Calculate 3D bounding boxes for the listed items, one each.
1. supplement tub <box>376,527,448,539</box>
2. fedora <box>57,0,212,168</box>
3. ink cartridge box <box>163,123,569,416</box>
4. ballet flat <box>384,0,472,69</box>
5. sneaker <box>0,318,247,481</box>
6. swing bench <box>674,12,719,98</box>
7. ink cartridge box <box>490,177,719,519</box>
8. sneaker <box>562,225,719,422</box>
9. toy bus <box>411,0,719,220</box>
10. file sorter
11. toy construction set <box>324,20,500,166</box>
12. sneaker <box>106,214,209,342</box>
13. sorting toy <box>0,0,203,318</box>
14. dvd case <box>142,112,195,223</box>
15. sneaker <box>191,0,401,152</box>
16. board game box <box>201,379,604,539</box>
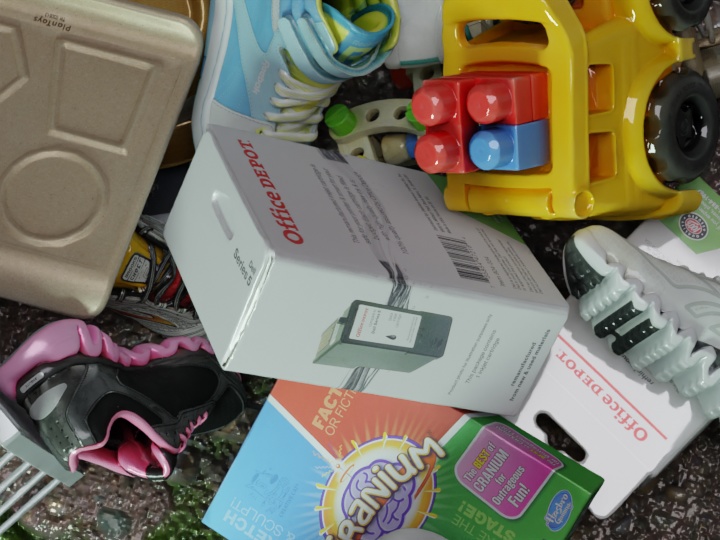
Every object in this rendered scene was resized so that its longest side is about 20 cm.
[{"bbox_3d":[-0.010,0.256,1.259,0.200,0.145,0.145,-37,77,21],"label":"supplement tub"},{"bbox_3d":[-0.148,-0.164,1.396,0.200,0.082,0.201,0,76,1],"label":"fedora"},{"bbox_3d":[0.000,0.000,1.296,0.200,0.146,0.084,11,119,-28],"label":"ink cartridge box"},{"bbox_3d":[0.006,-0.210,1.371,0.069,0.069,0.200,-20,65,-3],"label":"ballet flat"},{"bbox_3d":[-0.129,0.090,1.310,0.079,0.200,0.095,-46,62,22],"label":"sneaker"},{"bbox_3d":[0.276,-0.220,1.405,0.199,0.130,0.200,-18,82,-3],"label":"swing bench"},{"bbox_3d":[0.177,0.053,1.369,0.200,0.067,0.117,-44,81,-9],"label":"ink cartridge box"},{"bbox_3d":[0.206,0.034,1.304,0.200,0.075,0.081,39,70,-8],"label":"sneaker"},{"bbox_3d":[0.105,-0.122,1.291,0.136,0.192,0.200,6,101,42],"label":"toy bus"},{"bbox_3d":[-0.270,0.098,1.304,0.125,0.200,0.139,-41,79,-6],"label":"file sorter"},{"bbox_3d":[0.024,-0.133,1.414,0.131,0.092,0.200,-19,68,22],"label":"toy construction set"},{"bbox_3d":[-0.128,0.007,1.371,0.200,0.082,0.078,22,94,-3],"label":"sneaker"},{"bbox_3d":[-0.208,-0.080,1.315,0.185,0.036,0.200,15,69,7],"label":"sorting toy"},{"bbox_3d":[-0.141,-0.097,1.436,0.200,0.025,0.150,-9,77,0],"label":"dvd case"},{"bbox_3d":[-0.036,-0.113,1.333,0.080,0.131,0.200,-11,110,-38],"label":"sneaker"},{"bbox_3d":[0.024,0.140,1.332,0.200,0.040,0.153,31,105,12],"label":"board game box"}]
